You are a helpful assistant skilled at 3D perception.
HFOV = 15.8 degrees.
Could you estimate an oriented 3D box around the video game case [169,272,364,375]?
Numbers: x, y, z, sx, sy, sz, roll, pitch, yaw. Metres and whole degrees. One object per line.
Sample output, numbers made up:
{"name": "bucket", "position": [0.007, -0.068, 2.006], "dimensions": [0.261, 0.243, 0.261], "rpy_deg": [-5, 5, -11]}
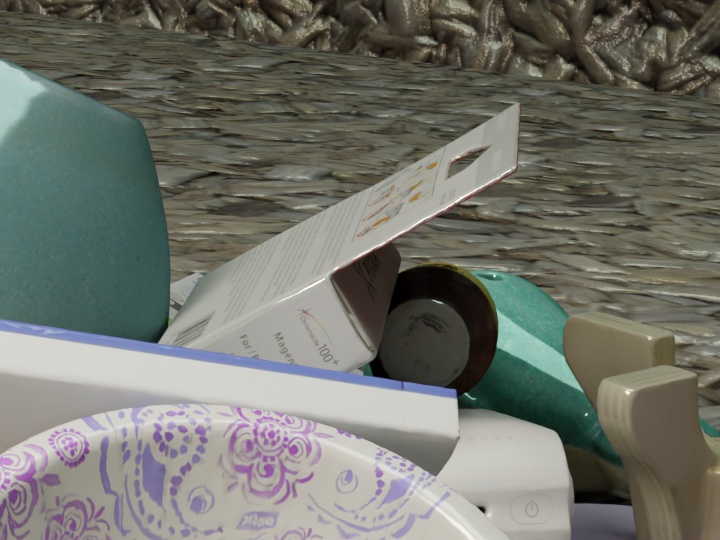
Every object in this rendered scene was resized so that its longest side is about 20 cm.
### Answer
{"name": "video game case", "position": [-0.067, 0.059, 1.372], "dimensions": [0.143, 0.018, 0.200], "rpy_deg": [31, 17, 11]}

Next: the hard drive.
{"name": "hard drive", "position": [-0.084, 0.065, 0.849], "dimensions": [0.199, 0.025, 0.132], "rpy_deg": [9, -35, -17]}

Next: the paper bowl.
{"name": "paper bowl", "position": [-0.041, 0.142, 0.750], "dimensions": [0.199, 0.105, 0.201], "rpy_deg": [10, 37, -8]}

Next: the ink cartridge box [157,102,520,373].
{"name": "ink cartridge box", "position": [0.000, 0.000, 1.091], "dimensions": [0.173, 0.044, 0.200], "rpy_deg": [-28, 8, 9]}

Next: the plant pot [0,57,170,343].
{"name": "plant pot", "position": [-0.161, -0.020, 1.113], "dimensions": [0.199, 0.135, 0.200], "rpy_deg": [24, 1, 0]}

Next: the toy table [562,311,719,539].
{"name": "toy table", "position": [0.159, 0.093, 1.152], "dimensions": [0.199, 0.118, 0.184], "rpy_deg": [11, 13, 30]}

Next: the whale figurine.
{"name": "whale figurine", "position": [0.091, 0.059, 1.330], "dimensions": [0.159, 0.104, 0.199], "rpy_deg": [-6, 13, -43]}

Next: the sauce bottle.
{"name": "sauce bottle", "position": [0.033, 0.028, 1.192], "dimensions": [0.066, 0.066, 0.200], "rpy_deg": [4, 0, 2]}

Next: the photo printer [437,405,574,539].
{"name": "photo printer", "position": [0.001, 0.096, 1.117], "dimensions": [0.165, 0.070, 0.200], "rpy_deg": [0, 0, -6]}
